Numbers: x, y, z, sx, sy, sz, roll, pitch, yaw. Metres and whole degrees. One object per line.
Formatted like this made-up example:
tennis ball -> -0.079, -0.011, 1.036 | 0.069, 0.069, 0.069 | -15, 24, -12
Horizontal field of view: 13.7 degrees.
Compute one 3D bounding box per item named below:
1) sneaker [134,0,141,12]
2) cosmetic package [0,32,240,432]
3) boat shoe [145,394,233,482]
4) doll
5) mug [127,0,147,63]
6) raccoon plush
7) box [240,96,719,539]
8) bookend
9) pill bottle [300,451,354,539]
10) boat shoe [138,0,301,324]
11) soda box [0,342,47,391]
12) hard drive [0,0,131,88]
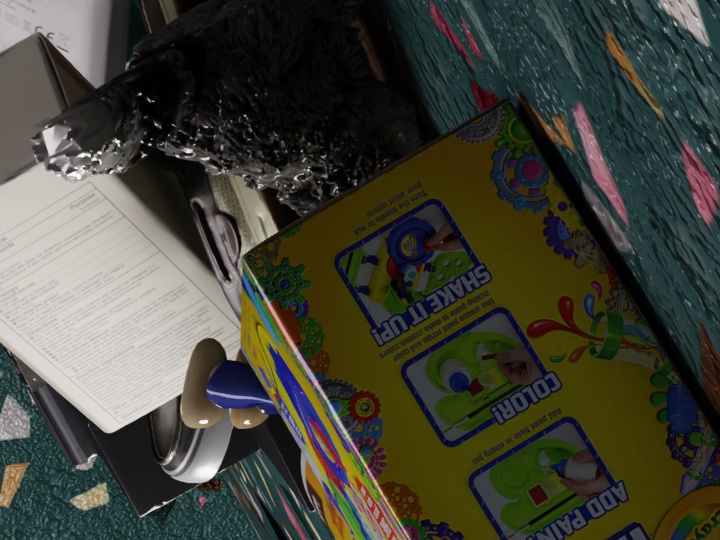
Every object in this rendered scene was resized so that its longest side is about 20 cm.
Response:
sneaker -> -0.060, -0.131, 1.472 | 0.073, 0.085, 0.201 | -21, -83, -55
cosmetic package -> -0.134, -0.014, 1.406 | 0.200, 0.105, 0.071 | 50, -167, -52
boat shoe -> -0.099, 0.008, 1.534 | 0.069, 0.056, 0.201 | -9, 79, 61
doll -> 0.024, 0.069, 1.358 | 0.200, 0.049, 0.136 | 12, -176, 30
mug -> -0.168, -0.169, 1.563 | 0.185, 0.152, 0.115 | 8, 141, 39
raccoon plush -> -0.051, -0.042, 1.285 | 0.097, 0.200, 0.134 | -10, 111, 53
box -> 0.051, 0.064, 1.187 | 0.193, 0.122, 0.200 | 58, 172, 9
bookend -> -0.074, 0.069, 1.719 | 0.092, 0.200, 0.199 | 65, 172, -31
pill bottle -> 0.039, 0.110, 1.464 | 0.200, 0.109, 0.109 | 49, 166, 56
boat shoe -> -0.069, -0.064, 1.395 | 0.072, 0.066, 0.201 | 6, -126, -56
soda box -> -0.118, -0.015, 1.688 | 0.063, 0.200, 0.071 | 58, 172, 23
hard drive -> -0.175, -0.107, 1.474 | 0.132, 0.026, 0.200 | 28, 141, 15
